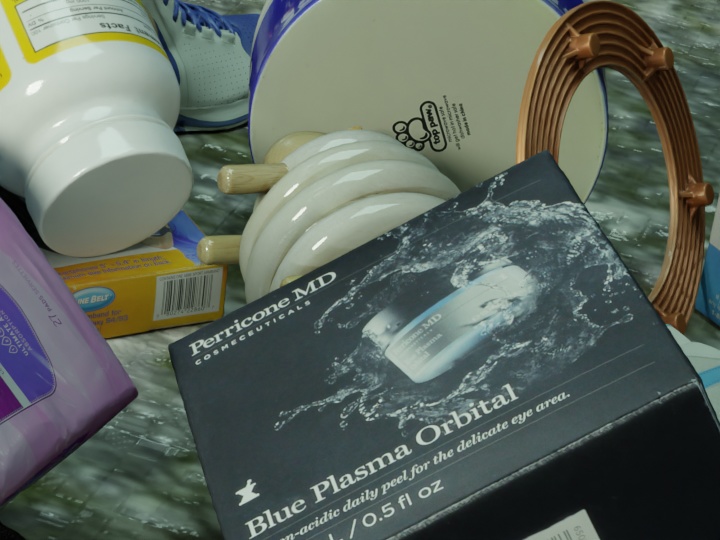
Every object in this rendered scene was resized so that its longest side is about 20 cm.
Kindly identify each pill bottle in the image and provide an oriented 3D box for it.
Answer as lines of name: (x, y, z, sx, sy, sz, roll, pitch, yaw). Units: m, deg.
pill bottle: (-0.162, -0.111, 1.226, 0.112, 0.113, 0.201, -9, 58, -29)

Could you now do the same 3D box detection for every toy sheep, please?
toy sheep: (0.000, 0.000, 1.183, 0.137, 0.138, 0.201, -6, 47, -24)

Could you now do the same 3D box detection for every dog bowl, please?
dog bowl: (0.037, -0.094, 1.280, 0.198, 0.201, 0.079, 6, 30, -3)

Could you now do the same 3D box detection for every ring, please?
ring: (0.140, -0.042, 1.226, 0.019, 0.202, 0.200, -5, 18, 34)

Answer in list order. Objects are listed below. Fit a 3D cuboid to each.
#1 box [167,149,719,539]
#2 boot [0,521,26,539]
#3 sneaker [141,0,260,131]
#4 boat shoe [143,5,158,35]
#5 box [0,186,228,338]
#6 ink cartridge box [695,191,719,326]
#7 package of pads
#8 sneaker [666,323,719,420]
box: (0.041, 0.079, 0.977, 0.196, 0.118, 0.200, -27, 32, 1)
boot: (-0.143, 0.161, 0.913, 0.173, 0.070, 0.200, 23, 31, 25)
sneaker: (-0.126, -0.147, 1.422, 0.198, 0.116, 0.080, -17, 38, -38)
boat shoe: (-0.215, -0.113, 1.334, 0.198, 0.073, 0.065, -11, 10, 3)
box: (-0.167, -0.030, 1.280, 0.118, 0.042, 0.200, -9, 35, -28)
ink cartridge box: (0.296, -0.045, 1.259, 0.145, 0.201, 0.147, -12, 34, -32)
package of pads: (-0.182, 0.049, 0.922, 0.121, 0.076, 0.200, 51, 30, 1)
sneaker: (0.140, 0.089, 1.109, 0.080, 0.077, 0.200, 23, 34, 22)
